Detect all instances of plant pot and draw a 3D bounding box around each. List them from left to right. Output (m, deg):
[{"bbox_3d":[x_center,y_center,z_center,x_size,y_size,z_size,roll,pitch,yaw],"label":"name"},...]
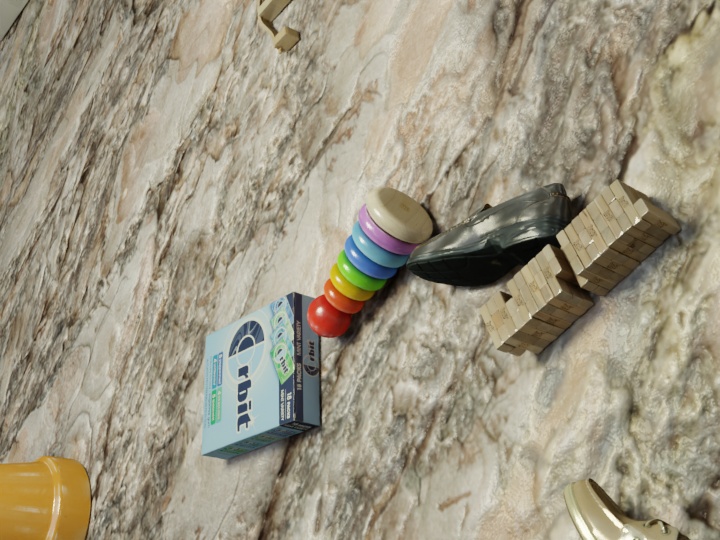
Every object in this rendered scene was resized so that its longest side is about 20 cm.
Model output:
[{"bbox_3d":[-0.561,0.389,1.651,0.200,0.183,0.200,-24,58,44],"label":"plant pot"}]

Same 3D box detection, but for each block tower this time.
[{"bbox_3d":[0.204,0.000,0.982,0.200,0.054,0.058,-45,45,29],"label":"block tower"}]

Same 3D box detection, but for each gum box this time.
[{"bbox_3d":[-0.132,0.140,1.343,0.200,0.045,0.170,-28,54,43],"label":"gum box"}]

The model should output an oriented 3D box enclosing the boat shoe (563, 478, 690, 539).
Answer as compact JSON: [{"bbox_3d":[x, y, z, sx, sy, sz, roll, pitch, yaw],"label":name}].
[{"bbox_3d":[0.241,0.234,0.829,0.065,0.072,0.200,-50,44,12],"label":"boat shoe"}]

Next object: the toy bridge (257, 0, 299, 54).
[{"bbox_3d":[-0.131,-0.409,1.589,0.067,0.027,0.200,-36,49,40],"label":"toy bridge"}]

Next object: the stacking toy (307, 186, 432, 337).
[{"bbox_3d":[0.000,0.000,1.222,0.200,0.085,0.085,-55,40,29],"label":"stacking toy"}]

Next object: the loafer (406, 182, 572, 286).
[{"bbox_3d":[0.135,-0.034,1.076,0.200,0.073,0.072,-13,56,37],"label":"loafer"}]

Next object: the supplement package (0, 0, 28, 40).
[{"bbox_3d":[-0.941,-0.722,2.585,0.200,0.191,0.147,-41,46,33],"label":"supplement package"}]
